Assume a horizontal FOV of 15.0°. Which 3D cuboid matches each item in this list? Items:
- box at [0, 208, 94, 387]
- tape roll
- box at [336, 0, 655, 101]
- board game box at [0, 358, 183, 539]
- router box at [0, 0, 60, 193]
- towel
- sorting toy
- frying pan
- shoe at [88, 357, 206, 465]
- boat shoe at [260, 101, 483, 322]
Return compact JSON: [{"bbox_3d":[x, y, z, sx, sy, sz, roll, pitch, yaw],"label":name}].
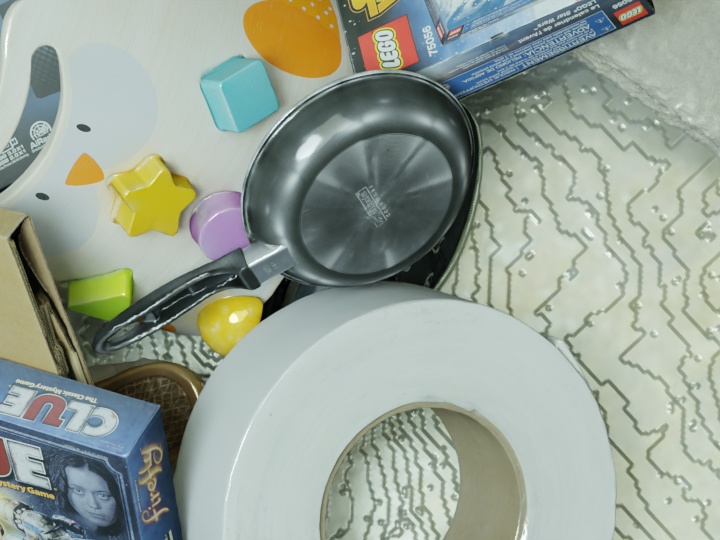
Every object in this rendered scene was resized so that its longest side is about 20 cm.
[{"bbox_3d":[-0.216,0.022,1.243,0.199,0.164,0.021,11,48,26],"label":"box"},{"bbox_3d":[0.017,0.106,1.268,0.202,0.071,0.203,-3,98,-23],"label":"tape roll"},{"bbox_3d":[0.046,-0.180,1.278,0.137,0.040,0.200,-22,60,17],"label":"box"},{"bbox_3d":[-0.177,0.093,1.244,0.199,0.136,0.035,15,47,21],"label":"board game box"},{"bbox_3d":[-0.180,-0.113,1.346,0.200,0.062,0.150,-28,82,-1],"label":"router box"},{"bbox_3d":[0.174,-0.129,1.315,0.200,0.034,0.133,34,79,-18],"label":"towel"},{"bbox_3d":[-0.111,-0.051,1.239,0.200,0.180,0.107,-57,43,21],"label":"sorting toy"},{"bbox_3d":[-0.032,-0.027,1.219,0.190,0.115,0.031,-17,40,-17],"label":"frying pan"},{"bbox_3d":[-0.159,0.086,1.328,0.199,0.053,0.070,-11,92,15],"label":"shoe"},{"bbox_3d":[-0.002,-0.001,1.325,0.074,0.066,0.200,35,86,6],"label":"boat shoe"}]
